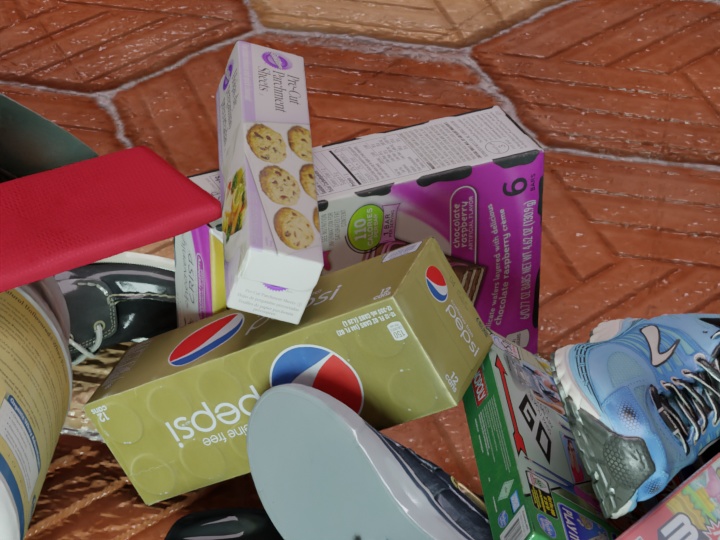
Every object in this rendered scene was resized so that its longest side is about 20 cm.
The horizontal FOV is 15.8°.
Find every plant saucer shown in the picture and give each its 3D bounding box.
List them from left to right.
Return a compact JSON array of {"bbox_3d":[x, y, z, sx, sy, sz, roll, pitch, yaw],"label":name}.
[{"bbox_3d":[-0.256,-0.098,1.590,0.201,0.039,0.201,26,-6,3],"label":"plant saucer"}]

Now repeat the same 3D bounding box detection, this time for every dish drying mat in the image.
[{"bbox_3d":[-0.168,-0.018,1.290,0.200,0.018,0.077,-19,40,-37],"label":"dish drying mat"}]

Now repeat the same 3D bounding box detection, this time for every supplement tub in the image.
[{"bbox_3d":[-0.222,0.076,1.282,0.144,0.145,0.200,3,32,5],"label":"supplement tub"}]

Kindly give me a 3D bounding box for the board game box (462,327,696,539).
[{"bbox_3d":[0.116,0.113,1.254,0.134,0.029,0.200,29,21,-18],"label":"board game box"}]

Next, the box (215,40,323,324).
[{"bbox_3d":[-0.048,-0.049,1.323,0.041,0.039,0.200,15,32,-14],"label":"box"}]

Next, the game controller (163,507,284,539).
[{"bbox_3d":[-0.052,0.176,1.233,0.104,0.042,0.200,-12,30,8],"label":"game controller"}]

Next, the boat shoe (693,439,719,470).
[{"bbox_3d":[0.201,0.081,1.330,0.070,0.072,0.201,-26,31,11],"label":"boat shoe"}]

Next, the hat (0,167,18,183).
[{"bbox_3d":[-0.279,-0.047,1.534,0.200,0.201,0.081,23,82,32],"label":"hat"}]

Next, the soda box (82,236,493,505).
[{"bbox_3d":[-0.038,0.053,1.312,0.200,0.068,0.064,-20,21,31],"label":"soda box"}]

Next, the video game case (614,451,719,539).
[{"bbox_3d":[0.199,0.150,1.197,0.200,0.017,0.143,-32,83,-45],"label":"video game case"}]

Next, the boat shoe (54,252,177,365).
[{"bbox_3d":[-0.161,0.028,1.452,0.199,0.072,0.068,5,58,0],"label":"boat shoe"}]

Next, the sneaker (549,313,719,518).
[{"bbox_3d":[0.148,0.053,1.229,0.090,0.079,0.200,-19,9,18],"label":"sneaker"}]

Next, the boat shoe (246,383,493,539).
[{"bbox_3d":[0.034,0.127,1.248,0.200,0.071,0.091,43,25,28],"label":"boat shoe"}]

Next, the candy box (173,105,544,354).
[{"bbox_3d":[0.000,0.000,1.417,0.199,0.137,0.061,-14,34,-20],"label":"candy box"}]
